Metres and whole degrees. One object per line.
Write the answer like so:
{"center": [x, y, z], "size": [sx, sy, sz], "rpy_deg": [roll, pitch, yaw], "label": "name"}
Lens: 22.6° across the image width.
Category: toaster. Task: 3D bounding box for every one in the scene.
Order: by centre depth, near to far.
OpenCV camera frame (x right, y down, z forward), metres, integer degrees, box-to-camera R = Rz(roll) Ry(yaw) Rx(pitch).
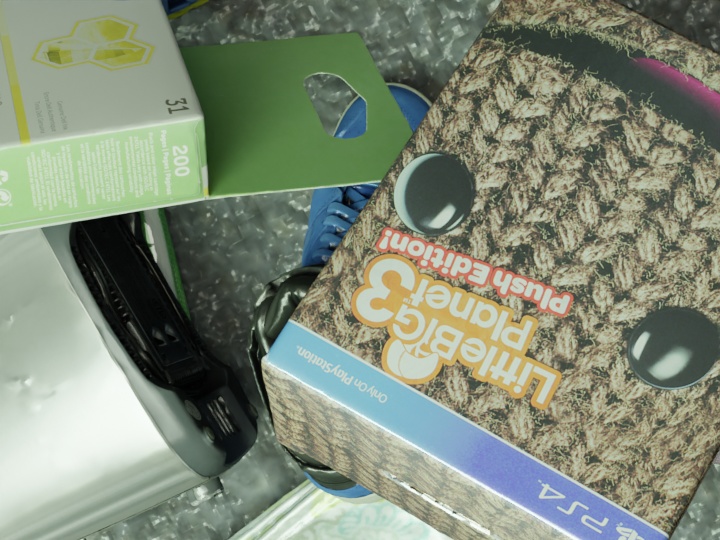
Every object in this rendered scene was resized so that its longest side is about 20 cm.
{"center": [-0.148, 0.037, 0.825], "size": [0.129, 0.114, 0.200], "rpy_deg": [-32, 88, 10], "label": "toaster"}

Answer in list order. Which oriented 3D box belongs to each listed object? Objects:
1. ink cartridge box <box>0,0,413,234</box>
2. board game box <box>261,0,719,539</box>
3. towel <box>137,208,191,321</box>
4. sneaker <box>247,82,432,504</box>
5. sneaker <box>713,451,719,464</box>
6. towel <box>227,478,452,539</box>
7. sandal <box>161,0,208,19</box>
{"center": [-0.081, -0.081, 0.790], "size": [0.199, 0.146, 0.048], "rpy_deg": [-10, 125, -11], "label": "ink cartridge box"}
{"center": [0.082, 0.009, 0.704], "size": [0.159, 0.097, 0.200], "rpy_deg": [28, 71, 13], "label": "board game box"}
{"center": [-0.189, 0.006, 0.896], "size": [0.199, 0.023, 0.153], "rpy_deg": [-12, 92, 8], "label": "towel"}
{"center": [0.001, 0.000, 0.812], "size": [0.076, 0.111, 0.201], "rpy_deg": [7, 79, 12], "label": "sneaker"}
{"center": [0.187, 0.062, 0.788], "size": [0.200, 0.088, 0.081], "rpy_deg": [25, 83, -24], "label": "sneaker"}
{"center": [0.007, 0.198, 0.875], "size": [0.171, 0.048, 0.200], "rpy_deg": [-37, 90, 8], "label": "towel"}
{"center": [-0.144, -0.151, 0.848], "size": [0.199, 0.087, 0.080], "rpy_deg": [-13, 90, 5], "label": "sandal"}
